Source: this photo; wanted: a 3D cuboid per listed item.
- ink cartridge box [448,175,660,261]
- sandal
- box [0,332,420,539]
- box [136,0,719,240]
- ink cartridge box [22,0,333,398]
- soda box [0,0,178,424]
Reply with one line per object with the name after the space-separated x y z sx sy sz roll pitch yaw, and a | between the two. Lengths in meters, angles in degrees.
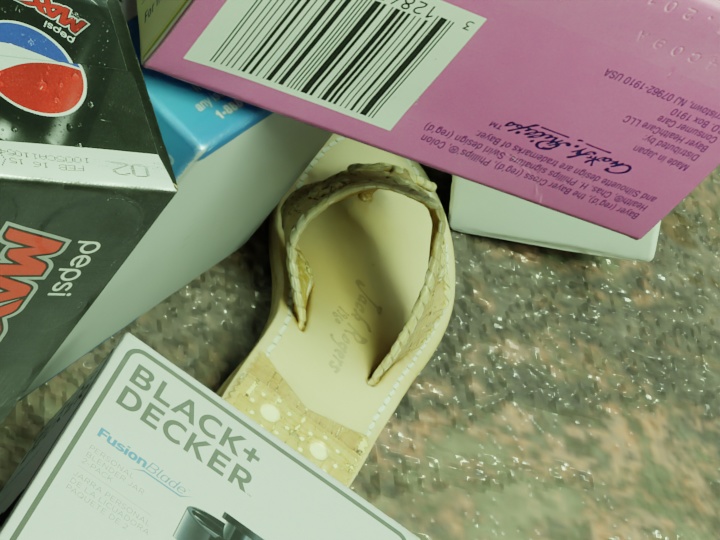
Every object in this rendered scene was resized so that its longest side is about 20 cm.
0.095 -0.126 0.915 0.083 0.145 0.200 9 44 7 | ink cartridge box
0.005 0.003 0.806 0.078 0.070 0.212 34 42 -9 | sandal
-0.071 0.124 0.653 0.117 0.060 0.200 36 41 -6 | box
0.025 -0.134 0.702 0.176 0.097 0.200 17 45 -29 | box
-0.110 -0.093 0.744 0.200 0.145 0.147 46 41 5 | ink cartridge box
-0.126 0.011 0.602 0.071 0.200 0.063 3 53 -35 | soda box
